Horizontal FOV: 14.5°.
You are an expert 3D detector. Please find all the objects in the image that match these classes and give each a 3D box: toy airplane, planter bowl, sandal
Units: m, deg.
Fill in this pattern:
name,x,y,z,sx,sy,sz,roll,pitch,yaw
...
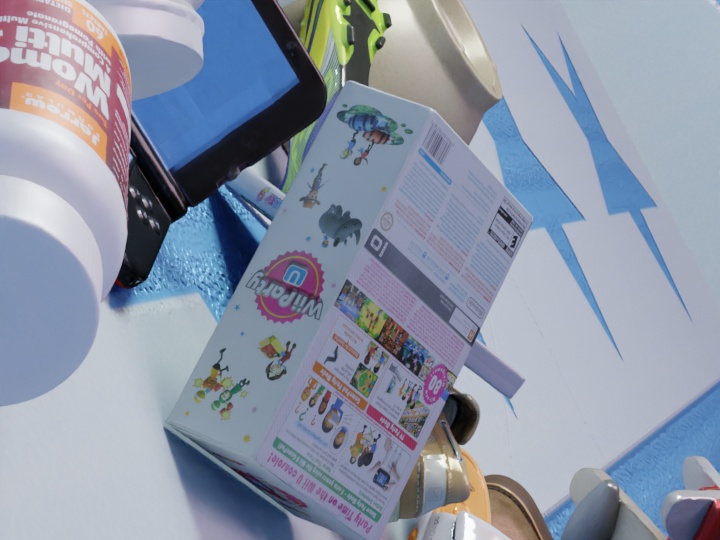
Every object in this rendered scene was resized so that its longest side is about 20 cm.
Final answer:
name,x,y,z,sx,sy,sz,roll,pitch,yaw
toy airplane,0.206,0.229,1.950,0.200,0.141,0.200,156,-80,-71
planter bowl,0.015,-0.142,1.984,0.201,0.134,0.200,56,14,-22
sandal,0.069,0.167,1.677,0.079,0.059,0.207,49,27,-28

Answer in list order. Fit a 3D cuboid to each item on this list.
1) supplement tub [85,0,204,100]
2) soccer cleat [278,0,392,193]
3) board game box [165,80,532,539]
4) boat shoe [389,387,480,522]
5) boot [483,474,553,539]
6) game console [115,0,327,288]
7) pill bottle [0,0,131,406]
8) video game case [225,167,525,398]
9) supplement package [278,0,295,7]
name,x,y,z,sx,sy,sz,roll,pitch,yaw
supplement tub,-0.143,-0.190,1.347,0.145,0.145,0.201,26,57,-68
soccer cleat,-0.026,-0.128,1.855,0.065,0.083,0.201,38,42,-44
board game box,-0.001,0.025,1.468,0.064,0.201,0.148,19,-13,33
boat shoe,0.033,0.087,1.670,0.200,0.076,0.072,-96,-174,-59
boot,0.116,0.230,1.794,0.200,0.074,0.075,54,28,-2
game console,-0.118,-0.120,1.471,0.200,0.118,0.172,58,13,-14
pill bottle,-0.152,-0.035,1.190,0.110,0.109,0.200,55,15,-28
video game case,0.000,0.000,1.656,0.143,0.018,0.200,39,-2,-34
supplement package,-0.090,-0.274,1.876,0.120,0.121,0.200,50,18,-43
